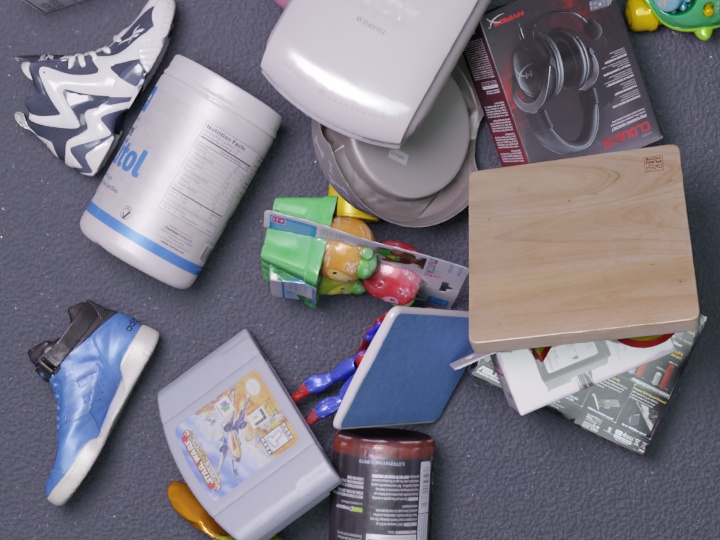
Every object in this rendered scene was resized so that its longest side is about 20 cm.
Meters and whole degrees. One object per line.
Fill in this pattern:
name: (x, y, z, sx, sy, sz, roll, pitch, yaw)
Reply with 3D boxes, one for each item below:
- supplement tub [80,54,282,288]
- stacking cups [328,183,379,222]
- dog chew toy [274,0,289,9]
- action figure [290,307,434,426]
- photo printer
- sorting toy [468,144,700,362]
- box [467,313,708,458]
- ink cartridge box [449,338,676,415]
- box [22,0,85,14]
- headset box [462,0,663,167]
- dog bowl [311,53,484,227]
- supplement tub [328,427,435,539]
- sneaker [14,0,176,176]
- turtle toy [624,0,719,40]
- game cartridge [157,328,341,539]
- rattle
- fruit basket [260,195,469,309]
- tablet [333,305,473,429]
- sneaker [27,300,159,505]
supplement tub: (-0.179, -0.096, 1.398, 0.131, 0.132, 0.201, 29, 90, 1)
stacking cups: (-0.002, -0.152, 1.429, 0.060, 0.061, 0.203, 4, 90, 1)
dog chew toy: (0.004, -0.308, 1.406, 0.197, 0.125, 0.126, 7, 90, -8)
action figure: (0.003, 0.099, 1.403, 0.200, 0.051, 0.066, -41, 47, 23)
photo printer: (0.013, -0.223, 1.296, 0.165, 0.069, 0.201, 29, 82, 5)
sorting toy: (0.202, -0.006, 1.284, 0.198, 0.070, 0.200, -7, 51, 13)
box: (0.230, 0.076, 1.430, 0.198, 0.050, 0.159, 24, 90, 1)
ink cartridge box: (0.190, 0.083, 1.347, 0.198, 0.116, 0.069, -22, 88, 1)
box: (-0.249, -0.323, 1.409, 0.198, 0.117, 0.061, -18, 92, -1)
headset box: (0.199, -0.178, 1.392, 0.147, 0.077, 0.202, -22, 98, -13)
dog bowl: (0.039, -0.142, 1.392, 0.198, 0.058, 0.203, 1, 87, -29)
supplement tub: (0.019, 0.263, 1.406, 0.106, 0.107, 0.203, 4, 90, 1)
sneaker: (-0.279, -0.211, 1.425, 0.129, 0.080, 0.200, 28, 100, -7)
turtle toy: (0.333, -0.331, 1.404, 0.144, 0.101, 0.203, -8, 90, 1)
game cartridge: (-0.119, 0.170, 1.397, 0.133, 0.042, 0.201, -34, 59, -3)
rattle: (-0.161, 0.341, 1.429, 0.141, 0.130, 0.202, 17, 117, 12)
fruit basket: (0.000, 0.000, 1.369, 0.198, 0.185, 0.095, 21, 77, 2)
tablet: (0.053, 0.094, 1.360, 0.014, 0.199, 0.131, 34, 104, 29)
sneaker: (-0.297, 0.128, 1.424, 0.110, 0.077, 0.202, 28, 86, -5)
